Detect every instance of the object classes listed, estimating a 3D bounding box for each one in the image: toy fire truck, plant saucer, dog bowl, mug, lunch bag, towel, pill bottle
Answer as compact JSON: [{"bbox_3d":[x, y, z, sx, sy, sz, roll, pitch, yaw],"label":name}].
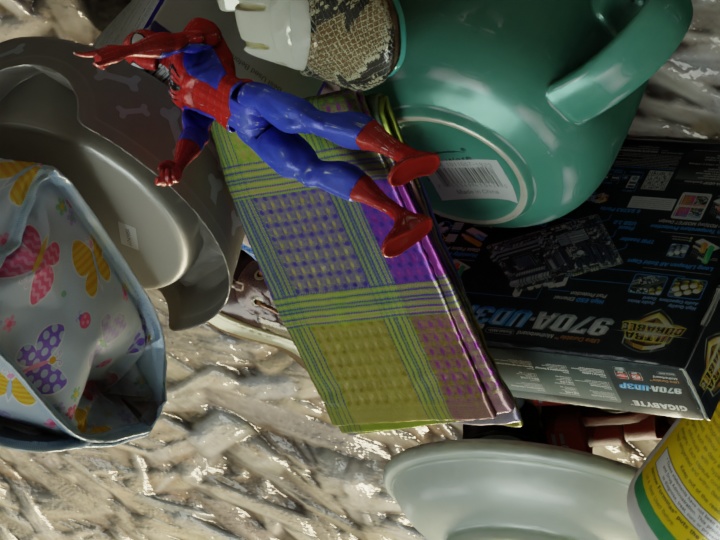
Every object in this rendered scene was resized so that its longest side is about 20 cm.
[{"bbox_3d":[0.160,0.074,1.587,0.200,0.129,0.176,-3,149,10],"label":"toy fire truck"},{"bbox_3d":[0.109,0.160,1.615,0.200,0.050,0.200,10,159,4],"label":"plant saucer"},{"bbox_3d":[-0.150,-0.050,1.468,0.200,0.059,0.200,21,150,13],"label":"dog bowl"},{"bbox_3d":[0.070,-0.101,1.359,0.152,0.114,0.185,26,151,1],"label":"mug"},{"bbox_3d":[-0.215,0.027,1.462,0.169,0.127,0.200,13,154,29],"label":"lunch bag"},{"bbox_3d":[0.000,0.000,1.384,0.144,0.023,0.200,-7,112,49],"label":"towel"},{"bbox_3d":[0.243,0.085,1.461,0.113,0.113,0.200,30,119,-6],"label":"pill bottle"}]

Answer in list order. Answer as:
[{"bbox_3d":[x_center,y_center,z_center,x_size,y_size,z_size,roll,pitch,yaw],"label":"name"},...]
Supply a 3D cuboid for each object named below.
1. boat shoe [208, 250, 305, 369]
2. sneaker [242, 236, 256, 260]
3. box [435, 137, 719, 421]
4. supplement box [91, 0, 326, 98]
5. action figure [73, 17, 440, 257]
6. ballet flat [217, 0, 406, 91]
[{"bbox_3d":[-0.043,0.012,1.693,0.200,0.072,0.072,32,120,7],"label":"boat shoe"},{"bbox_3d":[-0.026,-0.043,1.566,0.077,0.076,0.200,29,146,-2],"label":"sneaker"},{"bbox_3d":[0.122,-0.002,1.429,0.200,0.159,0.046,5,140,33],"label":"box"},{"bbox_3d":[-0.097,-0.106,1.498,0.101,0.103,0.200,35,148,-13],"label":"supplement box"},{"bbox_3d":[-0.066,-0.068,1.310,0.200,0.099,0.065,34,132,35],"label":"action figure"},{"bbox_3d":[-0.034,-0.136,1.333,0.075,0.200,0.068,-3,112,-12],"label":"ballet flat"}]
